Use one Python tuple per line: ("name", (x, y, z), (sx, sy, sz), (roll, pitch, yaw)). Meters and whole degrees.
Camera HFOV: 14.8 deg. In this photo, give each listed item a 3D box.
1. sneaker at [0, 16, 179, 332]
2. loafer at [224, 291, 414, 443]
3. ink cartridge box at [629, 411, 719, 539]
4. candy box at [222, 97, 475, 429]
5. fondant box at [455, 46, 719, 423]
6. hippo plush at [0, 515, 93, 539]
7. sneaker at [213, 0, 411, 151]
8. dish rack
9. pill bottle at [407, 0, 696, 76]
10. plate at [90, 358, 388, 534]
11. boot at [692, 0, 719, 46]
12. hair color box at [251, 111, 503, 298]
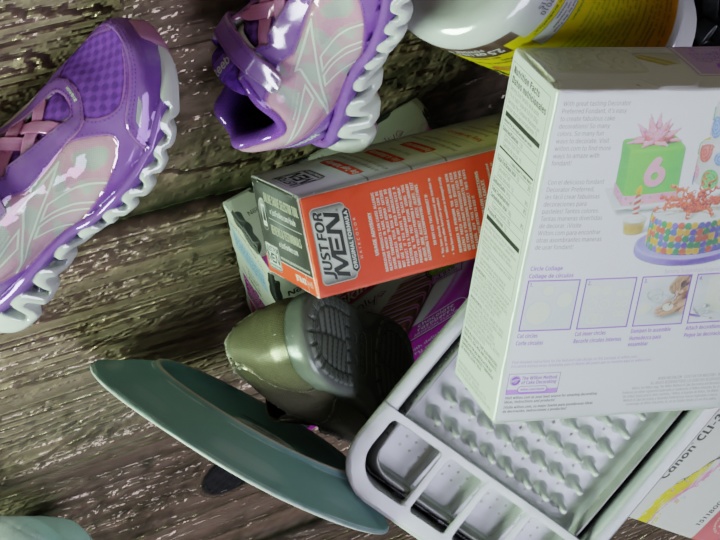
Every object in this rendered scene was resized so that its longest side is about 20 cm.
("sneaker", (-0.171, -0.050, 1.421), (0.088, 0.081, 0.200), (12, 127, -44))
("loafer", (-0.021, 0.058, 1.633), (0.070, 0.075, 0.200), (-6, 158, 20))
("ink cartridge box", (0.202, 0.103, 1.810), (0.200, 0.068, 0.117), (21, 118, -43))
("candy box", (0.000, 0.000, 1.685), (0.136, 0.061, 0.200), (-29, 150, -11))
("fondant box", (0.141, -0.020, 1.495), (0.144, 0.058, 0.200), (-2, 120, -23))
("hippo plush", (-0.241, 0.219, 1.706), (0.200, 0.159, 0.161), (2, 105, -68))
("sneaker", (-0.032, -0.128, 1.440), (0.088, 0.081, 0.200), (-14, 146, -20))
("dish rack", (0.102, 0.080, 1.613), (0.172, 0.044, 0.200), (36, 99, -22))
("pill bottle", (0.105, -0.155, 1.521), (0.109, 0.109, 0.200), (-47, 149, 19))
("plate", (-0.066, 0.095, 1.626), (0.026, 0.200, 0.200), (-60, 148, 3))
("boot", (0.238, -0.143, 1.719), (0.162, 0.073, 0.198), (-35, 165, 16))
("hair color box", (0.050, -0.043, 1.547), (0.200, 0.102, 0.061), (-14, 103, -14))
